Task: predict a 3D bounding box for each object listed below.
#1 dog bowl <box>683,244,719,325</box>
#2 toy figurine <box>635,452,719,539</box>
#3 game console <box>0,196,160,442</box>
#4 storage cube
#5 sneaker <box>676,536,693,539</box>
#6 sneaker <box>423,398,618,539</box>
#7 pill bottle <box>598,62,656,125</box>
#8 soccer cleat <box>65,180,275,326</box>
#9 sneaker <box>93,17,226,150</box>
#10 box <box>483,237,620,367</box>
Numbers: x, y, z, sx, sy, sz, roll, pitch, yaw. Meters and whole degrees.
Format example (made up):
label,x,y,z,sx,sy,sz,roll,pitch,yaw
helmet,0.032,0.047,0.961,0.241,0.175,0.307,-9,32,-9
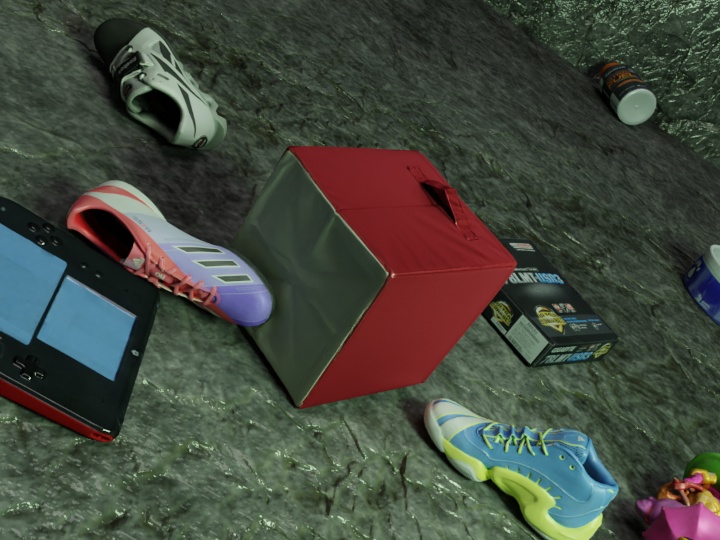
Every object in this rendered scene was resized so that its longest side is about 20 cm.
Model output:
label,x,y,z,sx,sy,sz,roll,pitch,yaw
dog bowl,0.695,0.048,1.906,0.200,0.079,0.200,30,26,-16
toy figurine,0.367,0.266,1.104,0.184,0.150,0.200,4,18,-35
game console,-0.246,0.029,0.803,0.177,0.031,0.200,29,27,-16
storage cube,0.000,0.000,0.978,0.180,0.200,0.171,-5,49,-47
sneaker,0.284,0.313,0.942,0.077,0.078,0.200,38,35,23
sneaker,0.161,0.171,0.997,0.200,0.105,0.076,39,26,2
pill bottle,0.694,-0.474,2.734,0.106,0.106,0.200,24,28,-25
soccer cleat,-0.169,-0.006,0.920,0.200,0.068,0.073,35,26,4
sneaker,-0.240,-0.214,1.160,0.200,0.074,0.088,44,25,14
box,0.223,0.037,1.364,0.200,0.050,0.199,2,44,-51
